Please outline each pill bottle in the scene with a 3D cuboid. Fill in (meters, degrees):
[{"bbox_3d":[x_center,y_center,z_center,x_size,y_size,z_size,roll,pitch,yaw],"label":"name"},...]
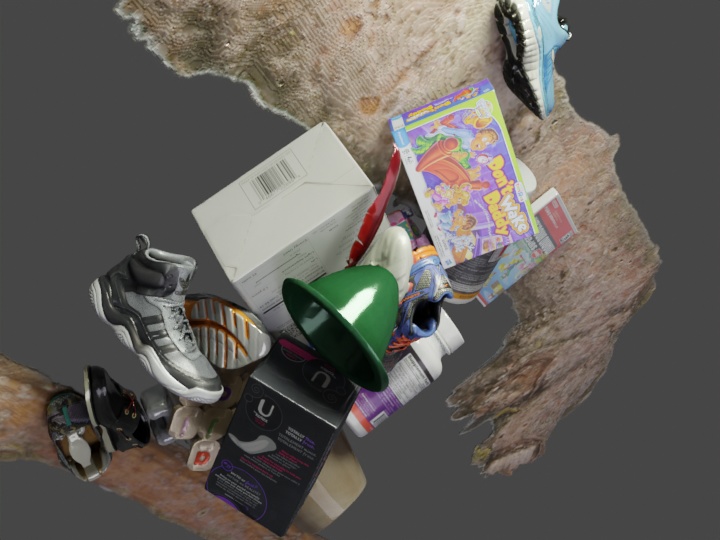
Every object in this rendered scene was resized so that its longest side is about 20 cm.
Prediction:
[{"bbox_3d":[0.156,-0.062,1.321,0.115,0.117,0.202,-3,135,-38],"label":"pill bottle"},{"bbox_3d":[0.045,0.129,1.336,0.199,0.112,0.112,-38,146,-3],"label":"pill bottle"}]

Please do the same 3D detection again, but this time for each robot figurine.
[{"bbox_3d":[-0.196,0.161,1.294,0.197,0.113,0.173,-22,117,-16],"label":"robot figurine"}]

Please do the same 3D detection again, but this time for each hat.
[{"bbox_3d":[0.025,0.012,1.072,0.176,0.165,0.200,-45,172,-19],"label":"hat"}]

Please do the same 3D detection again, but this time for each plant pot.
[{"bbox_3d":[-0.087,0.284,1.409,0.199,0.174,0.200,-40,180,0],"label":"plant pot"}]

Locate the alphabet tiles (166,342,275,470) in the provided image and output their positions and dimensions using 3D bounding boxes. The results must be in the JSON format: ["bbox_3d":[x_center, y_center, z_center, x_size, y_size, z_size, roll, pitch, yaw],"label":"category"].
[{"bbox_3d":[-0.150,0.178,1.246,0.197,0.015,0.199,7,113,-33],"label":"alphabet tiles"}]

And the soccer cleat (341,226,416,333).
[{"bbox_3d":[0.004,0.032,1.130,0.076,0.070,0.202,-2,135,-30],"label":"soccer cleat"}]

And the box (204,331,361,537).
[{"bbox_3d":[-0.093,0.200,1.159,0.202,0.121,0.106,-64,174,33],"label":"box"}]

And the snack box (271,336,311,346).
[{"bbox_3d":[-0.066,0.099,1.364,0.024,0.073,0.198,-28,152,30],"label":"snack box"}]

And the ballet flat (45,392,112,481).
[{"bbox_3d":[-0.375,0.244,1.284,0.071,0.073,0.202,-23,145,-15],"label":"ballet flat"}]

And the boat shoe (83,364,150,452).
[{"bbox_3d":[-0.316,0.176,1.236,0.062,0.075,0.203,-8,148,-4],"label":"boat shoe"}]

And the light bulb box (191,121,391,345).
[{"bbox_3d":[-0.066,-0.032,1.160,0.196,0.126,0.201,-33,147,-3],"label":"light bulb box"}]

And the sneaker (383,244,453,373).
[{"bbox_3d":[0.056,0.065,1.205,0.074,0.079,0.202,-11,140,-35],"label":"sneaker"}]

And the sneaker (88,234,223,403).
[{"bbox_3d":[-0.213,0.052,1.088,0.114,0.200,0.075,-48,174,14],"label":"sneaker"}]

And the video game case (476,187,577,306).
[{"bbox_3d":[0.251,-0.033,1.525,0.199,0.018,0.143,-39,146,6],"label":"video game case"}]

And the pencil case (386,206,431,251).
[{"bbox_3d":[0.000,0.000,1.286,0.198,0.088,0.088,-31,146,1],"label":"pencil case"}]

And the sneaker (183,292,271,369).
[{"bbox_3d":[-0.172,0.063,1.156,0.076,0.197,0.080,-8,107,-46],"label":"sneaker"}]

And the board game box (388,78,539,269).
[{"bbox_3d":[0.130,-0.117,1.191,0.132,0.045,0.203,-21,118,7],"label":"board game box"}]

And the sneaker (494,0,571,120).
[{"bbox_3d":[0.227,-0.268,1.169,0.089,0.079,0.201,-33,146,-7],"label":"sneaker"}]
